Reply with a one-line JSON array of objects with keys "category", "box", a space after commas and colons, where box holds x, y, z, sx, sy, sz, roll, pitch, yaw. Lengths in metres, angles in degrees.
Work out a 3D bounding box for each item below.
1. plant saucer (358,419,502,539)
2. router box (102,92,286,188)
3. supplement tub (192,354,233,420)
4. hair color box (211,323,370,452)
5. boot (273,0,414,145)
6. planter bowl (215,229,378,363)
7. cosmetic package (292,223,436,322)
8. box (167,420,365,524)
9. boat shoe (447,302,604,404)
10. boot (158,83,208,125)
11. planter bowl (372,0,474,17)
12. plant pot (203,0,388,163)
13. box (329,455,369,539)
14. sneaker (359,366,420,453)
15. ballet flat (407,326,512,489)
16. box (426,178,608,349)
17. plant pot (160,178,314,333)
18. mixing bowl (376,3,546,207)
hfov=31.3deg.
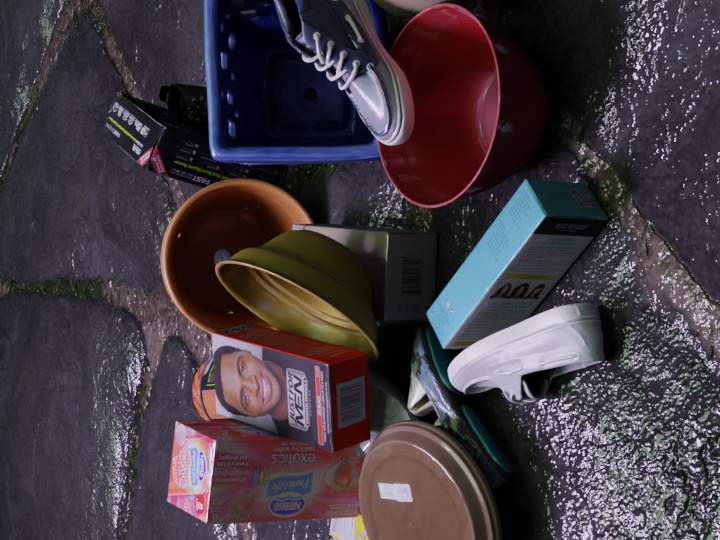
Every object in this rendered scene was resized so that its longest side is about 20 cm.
[{"category": "plant saucer", "box": [0.064, 0.254, 1.327, 0.200, 0.029, 0.200, 19, 115, 45]}, {"category": "router box", "box": [-0.219, -0.158, 1.692, 0.150, 0.200, 0.062, 39, 107, 49]}, {"category": "supplement tub", "box": [-0.124, 0.149, 1.620, 0.200, 0.122, 0.123, -10, 81, 55]}, {"category": "hair color box", "box": [-0.079, 0.126, 1.421, 0.200, 0.061, 0.102, 10, 107, 46]}, {"category": "boot", "box": [-0.022, -0.212, 1.307, 0.073, 0.090, 0.200, -46, 61, 45]}, {"category": "planter bowl", "box": [-0.050, 0.014, 1.387, 0.200, 0.200, 0.084, 2, 56, 55]}, {"category": "cosmetic package", "box": [0.000, 0.000, 1.489, 0.200, 0.073, 0.104, 5, 95, 54]}, {"category": "box", "box": [-0.103, 0.224, 1.444, 0.103, 0.200, 0.095, 11, 95, 55]}, {"category": "boat shoe", "box": [0.163, 0.094, 1.263, 0.200, 0.072, 0.069, -29, 65, 41]}, {"category": "boot", "box": [-0.161, -0.196, 1.667, 0.200, 0.138, 0.078, 23, 106, 51]}, {"category": "planter bowl", "box": [0.065, -0.345, 1.317, 0.135, 0.200, 0.201, 124, 136, -64]}, {"category": "plant pot", "box": [-0.066, -0.213, 1.463, 0.180, 0.200, 0.200, 48, -140, -87]}, {"category": "box", "box": [0.041, 0.275, 1.446, 0.200, 0.048, 0.118, 20, 105, 56]}, {"category": "sneaker", "box": [0.034, 0.165, 1.433, 0.076, 0.080, 0.200, -56, 47, 16]}, {"category": "ballet flat", "box": [0.086, 0.149, 1.353, 0.074, 0.074, 0.200, -58, 44, 37]}, {"category": "box", "box": [0.150, -0.002, 1.263, 0.200, 0.082, 0.049, -56, 46, 38]}, {"category": "plant pot", "box": [-0.162, -0.015, 1.639, 0.140, 0.200, 0.200, -177, 89, -73]}, {"category": "mixing bowl", "box": [0.115, -0.160, 1.294, 0.200, 0.108, 0.201, -3, 86, 56]}]
